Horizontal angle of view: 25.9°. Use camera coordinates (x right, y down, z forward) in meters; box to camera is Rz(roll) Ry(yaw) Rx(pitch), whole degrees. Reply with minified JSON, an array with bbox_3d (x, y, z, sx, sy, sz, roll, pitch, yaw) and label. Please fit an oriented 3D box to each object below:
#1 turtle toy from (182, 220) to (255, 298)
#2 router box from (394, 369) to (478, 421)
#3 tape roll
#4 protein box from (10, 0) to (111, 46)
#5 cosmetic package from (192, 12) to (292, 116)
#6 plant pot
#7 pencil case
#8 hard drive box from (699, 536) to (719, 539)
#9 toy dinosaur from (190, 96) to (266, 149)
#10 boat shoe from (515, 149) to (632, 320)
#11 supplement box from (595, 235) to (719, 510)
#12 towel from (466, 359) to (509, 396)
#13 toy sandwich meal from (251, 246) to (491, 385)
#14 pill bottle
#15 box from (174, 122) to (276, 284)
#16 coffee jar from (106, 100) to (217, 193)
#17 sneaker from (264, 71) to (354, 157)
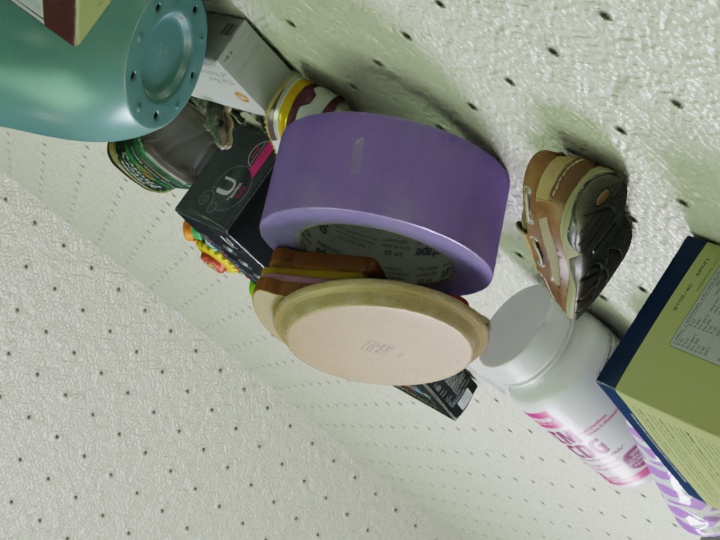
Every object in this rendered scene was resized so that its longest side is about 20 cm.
[{"bbox_3d":[-0.143,-0.033,1.964,0.200,0.101,0.145,40,167,-26],"label":"turtle toy"},{"bbox_3d":[0.045,0.109,2.104,0.199,0.062,0.150,27,167,35],"label":"router box"},{"bbox_3d":[0.020,-0.051,1.300,0.198,0.086,0.200,12,162,4],"label":"tape roll"},{"bbox_3d":[-0.143,-0.256,0.804,0.134,0.199,0.200,35,169,-5],"label":"protein box"},{"bbox_3d":[-0.147,-0.196,1.440,0.082,0.051,0.199,42,167,-37],"label":"cosmetic package"},{"bbox_3d":[-0.226,-0.199,1.319,0.160,0.202,0.201,19,164,21],"label":"plant pot"},{"bbox_3d":[0.296,0.152,1.422,0.085,0.084,0.201,6,137,46],"label":"pencil case"},{"bbox_3d":[0.491,0.349,1.776,0.155,0.077,0.200,25,166,41],"label":"hard drive box"},{"bbox_3d":[-0.138,-0.165,1.541,0.088,0.048,0.200,24,-166,-32],"label":"toy dinosaur"},{"bbox_3d":[0.160,-0.033,1.198,0.074,0.076,0.200,36,162,22],"label":"boat shoe"},{"bbox_3d":[0.316,0.105,1.132,0.199,0.135,0.200,24,164,44],"label":"supplement box"},{"bbox_3d":[0.118,0.079,1.858,0.199,0.032,0.191,34,168,2],"label":"towel"},{"bbox_3d":[0.012,0.034,1.330,0.203,0.071,0.206,5,153,2],"label":"toy sandwich meal"},{"bbox_3d":[0.213,0.110,1.497,0.200,0.114,0.113,39,168,-22],"label":"pill bottle"},{"bbox_3d":[-0.079,-0.045,1.679,0.106,0.123,0.200,22,164,48],"label":"box"},{"bbox_3d":[-0.226,-0.142,1.797,0.104,0.086,0.200,38,169,-16],"label":"coffee jar"},{"bbox_3d":[-0.024,-0.100,1.423,0.090,0.075,0.200,31,170,21],"label":"sneaker"}]
